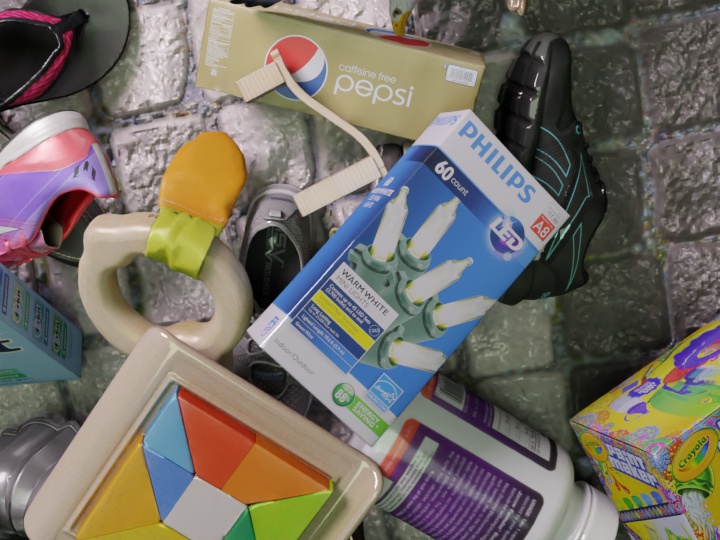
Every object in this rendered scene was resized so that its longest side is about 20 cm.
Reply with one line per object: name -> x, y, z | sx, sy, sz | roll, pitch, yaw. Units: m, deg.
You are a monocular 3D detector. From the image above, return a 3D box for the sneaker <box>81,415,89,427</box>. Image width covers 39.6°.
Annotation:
sneaker -> -0.167, 0.194, 0.822 | 0.090, 0.076, 0.202 | -15, 95, 17

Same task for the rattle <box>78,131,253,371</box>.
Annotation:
rattle -> -0.131, 0.022, 0.751 | 0.129, 0.143, 0.201 | -11, 127, 0

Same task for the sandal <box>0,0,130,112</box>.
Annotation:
sandal -> -0.253, -0.151, 0.723 | 0.199, 0.045, 0.076 | -31, 98, -16

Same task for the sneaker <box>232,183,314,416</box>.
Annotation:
sneaker -> -0.073, 0.038, 0.765 | 0.074, 0.082, 0.202 | 1, 103, 4

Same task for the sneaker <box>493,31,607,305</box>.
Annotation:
sneaker -> 0.140, -0.073, 0.741 | 0.079, 0.075, 0.202 | 0, 110, -10

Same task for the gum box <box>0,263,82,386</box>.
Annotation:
gum box -> -0.321, 0.040, 0.730 | 0.168, 0.200, 0.045 | -6, 68, 6

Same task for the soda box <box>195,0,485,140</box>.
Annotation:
soda box -> -0.013, -0.146, 0.724 | 0.198, 0.068, 0.065 | 15, 111, 0

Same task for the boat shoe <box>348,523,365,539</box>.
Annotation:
boat shoe -> -0.025, 0.262, 0.760 | 0.070, 0.070, 0.202 | -7, 90, 6

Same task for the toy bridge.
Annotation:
toy bridge -> -0.014, -0.060, 0.691 | 0.067, 0.027, 0.201 | -26, 98, 4

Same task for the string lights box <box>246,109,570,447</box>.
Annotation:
string lights box -> 0.031, 0.002, 0.659 | 0.103, 0.059, 0.200 | 43, 85, -15

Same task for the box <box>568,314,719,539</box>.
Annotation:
box -> 0.294, 0.143, 0.713 | 0.199, 0.122, 0.194 | -31, 100, -12

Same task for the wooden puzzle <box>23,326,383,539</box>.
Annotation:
wooden puzzle -> -0.111, 0.165, 0.700 | 0.199, 0.037, 0.186 | 34, 101, -8

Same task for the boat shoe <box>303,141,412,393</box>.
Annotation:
boat shoe -> 0.000, 0.000, 0.749 | 0.060, 0.072, 0.203 | 9, 94, 1

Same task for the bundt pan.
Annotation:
bundt pan -> -0.249, 0.224, 0.790 | 0.200, 0.076, 0.204 | 8, 110, 23

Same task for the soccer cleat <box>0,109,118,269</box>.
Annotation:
soccer cleat -> -0.256, -0.029, 0.716 | 0.200, 0.068, 0.073 | -38, 81, 19

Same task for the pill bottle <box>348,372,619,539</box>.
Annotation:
pill bottle -> 0.093, 0.162, 0.768 | 0.199, 0.111, 0.112 | 31, 103, -3

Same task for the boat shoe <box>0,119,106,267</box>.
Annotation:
boat shoe -> -0.273, -0.073, 0.766 | 0.067, 0.057, 0.200 | -41, 97, 12

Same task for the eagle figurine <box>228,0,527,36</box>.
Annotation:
eagle figurine -> 0.021, -0.227, 0.660 | 0.198, 0.152, 0.152 | 15, 97, 1
